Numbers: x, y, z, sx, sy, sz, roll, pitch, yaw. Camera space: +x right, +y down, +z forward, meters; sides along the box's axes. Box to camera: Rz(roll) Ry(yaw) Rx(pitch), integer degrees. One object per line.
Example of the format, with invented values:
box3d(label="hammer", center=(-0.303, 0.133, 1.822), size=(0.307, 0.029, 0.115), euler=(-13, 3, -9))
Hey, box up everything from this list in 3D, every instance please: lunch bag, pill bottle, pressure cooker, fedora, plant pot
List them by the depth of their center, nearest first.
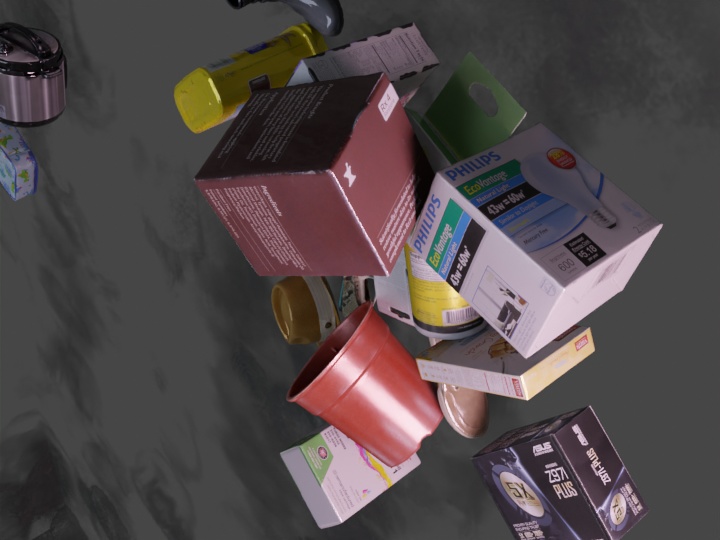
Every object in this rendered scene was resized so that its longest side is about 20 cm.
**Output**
box3d(label="pill bottle", center=(0.117, -0.018, 1.325), size=(0.114, 0.114, 0.202), euler=(20, 127, 45))
box3d(label="plant pot", center=(0.020, 0.188, 1.512), size=(0.195, 0.201, 0.201), euler=(42, 146, -6))
box3d(label="fedora", center=(-0.101, 0.067, 1.666), size=(0.201, 0.081, 0.202), euler=(55, 156, 38))
box3d(label="pressure cooker", center=(-0.728, -0.434, 2.106), size=(0.180, 0.173, 0.202), euler=(-103, 18, -48))
box3d(label="lunch bag", center=(-0.925, -0.296, 2.554), size=(0.200, 0.082, 0.161), euler=(49, 143, 19))

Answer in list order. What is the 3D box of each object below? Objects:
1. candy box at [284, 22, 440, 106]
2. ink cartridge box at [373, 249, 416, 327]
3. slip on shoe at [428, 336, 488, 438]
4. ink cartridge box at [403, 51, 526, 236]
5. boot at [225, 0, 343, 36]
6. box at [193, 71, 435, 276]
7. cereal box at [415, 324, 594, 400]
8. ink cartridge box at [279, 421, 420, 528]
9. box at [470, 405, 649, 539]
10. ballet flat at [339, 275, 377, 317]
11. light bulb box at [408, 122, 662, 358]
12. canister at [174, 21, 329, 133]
box3d(label="candy box", center=(-0.017, -0.228, 1.281), size=(0.072, 0.199, 0.168), euler=(57, 144, 8))
box3d(label="ink cartridge box", center=(0.066, -0.020, 1.449), size=(0.108, 0.050, 0.202), euler=(22, 130, 44))
box3d(label="slip on shoe", center=(0.155, 0.156, 1.433), size=(0.060, 0.075, 0.203), euler=(2, 107, 59))
box3d(label="ink cartridge box", center=(0.099, -0.158, 1.206), size=(0.201, 0.048, 0.146), euler=(-56, 46, 26))
box3d(label="boot", center=(-0.125, -0.389, 1.377), size=(0.200, 0.131, 0.070), euler=(48, 143, 21))
box3d(label="box", center=(-0.049, -0.106, 1.131), size=(0.198, 0.167, 0.165), euler=(1, 137, 34))
box3d(label="cereal box", center=(0.189, 0.110, 1.290), size=(0.199, 0.143, 0.040), euler=(3, 115, 51))
box3d(label="ink cartridge box", center=(-0.015, 0.321, 1.657), size=(0.084, 0.199, 0.146), euler=(-33, 86, 53))
box3d(label="box", center=(0.273, 0.298, 1.357), size=(0.165, 0.086, 0.200), euler=(61, 146, 3))
box3d(label="ballet flat", center=(0.000, 0.000, 1.550), size=(0.074, 0.068, 0.202), euler=(15, 133, 22))
box3d(label="light bulb box", center=(0.199, -0.041, 1.124), size=(0.200, 0.197, 0.126), euler=(44, 140, 23))
box3d(label="canister", center=(-0.161, -0.282, 1.431), size=(0.148, 0.199, 0.087), euler=(-12, 105, 58))
